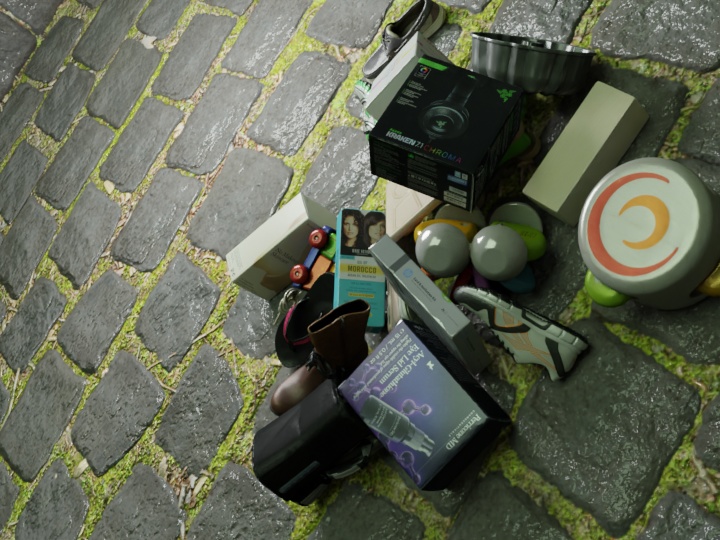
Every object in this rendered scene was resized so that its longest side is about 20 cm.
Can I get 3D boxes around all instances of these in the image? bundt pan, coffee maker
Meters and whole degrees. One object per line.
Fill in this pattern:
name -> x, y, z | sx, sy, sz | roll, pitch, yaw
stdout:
bundt pan -> 0.263, -0.322, 1.633 | 0.201, 0.201, 0.076 | 30, 117, 48
coffee maker -> -0.074, 0.246, 1.613 | 0.200, 0.192, 0.135 | -38, 5, 19

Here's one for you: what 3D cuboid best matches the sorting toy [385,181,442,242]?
sorting toy -> 0.110, -0.141, 1.692 | 0.185, 0.036, 0.201 | -41, 24, 30

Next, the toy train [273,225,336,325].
toy train -> -0.063, 0.034, 1.817 | 0.115, 0.085, 0.201 | 30, 94, 31

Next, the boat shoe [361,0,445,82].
boat shoe -> 0.070, -0.440, 1.967 | 0.200, 0.065, 0.072 | -38, 47, 22

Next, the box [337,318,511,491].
box -> 0.092, 0.193, 1.497 | 0.148, 0.104, 0.200 | -48, 65, 10

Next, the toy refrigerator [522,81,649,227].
toy refrigerator -> 0.338, -0.172, 1.553 | 0.076, 0.070, 0.201 | 36, 94, 41

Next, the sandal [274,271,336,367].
sandal -> -0.096, 0.086, 1.787 | 0.075, 0.045, 0.201 | 38, 116, 11

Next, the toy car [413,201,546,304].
toy car -> 0.179, -0.015, 1.557 | 0.198, 0.175, 0.151 | 3, 111, 20

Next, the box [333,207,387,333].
box -> 0.000, 0.000, 1.734 | 0.049, 0.082, 0.202 | 121, 152, -70

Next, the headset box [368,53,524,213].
headset box -> 0.133, -0.213, 1.565 | 0.173, 0.093, 0.201 | 23, 59, 18

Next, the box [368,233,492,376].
box -> 0.104, 0.052, 1.540 | 0.041, 0.156, 0.200 | -39, 58, -3

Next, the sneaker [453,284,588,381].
sneaker -> 0.214, 0.085, 1.459 | 0.199, 0.074, 0.080 | 29, 100, 11

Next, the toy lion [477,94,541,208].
toy lion -> 0.200, -0.220, 1.723 | 0.200, 0.069, 0.192 | -44, 37, 16

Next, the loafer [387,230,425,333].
loafer -> 0.064, 0.012, 1.708 | 0.063, 0.072, 0.201 | -28, 52, 39

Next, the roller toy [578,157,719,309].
roller toy -> 0.395, -0.046, 1.368 | 0.199, 0.139, 0.184 | -14, 68, 35

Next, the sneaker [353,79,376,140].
sneaker -> 0.027, -0.283, 1.908 | 0.085, 0.078, 0.200 | -52, 37, 19

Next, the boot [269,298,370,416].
boot -> -0.064, 0.141, 1.618 | 0.187, 0.200, 0.069 | -24, 65, -12

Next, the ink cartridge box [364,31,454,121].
ink cartridge box -> 0.101, -0.303, 1.767 | 0.125, 0.128, 0.200 | -45, 13, 21

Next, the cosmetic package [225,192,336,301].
cosmetic package -> -0.140, -0.041, 1.907 | 0.200, 0.105, 0.071 | -39, 47, 23
